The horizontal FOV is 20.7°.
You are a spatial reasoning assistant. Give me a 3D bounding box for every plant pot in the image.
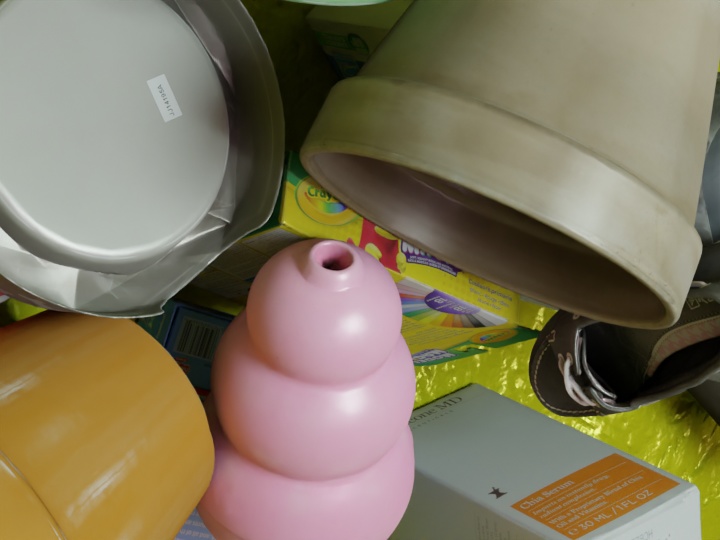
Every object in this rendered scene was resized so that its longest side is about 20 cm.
[{"bbox_3d":[-0.174,0.113,0.961,0.183,0.199,0.202,-40,127,-40],"label":"plant pot"},{"bbox_3d":[0.094,-0.090,0.952,0.199,0.199,0.175,33,78,-40],"label":"plant pot"}]

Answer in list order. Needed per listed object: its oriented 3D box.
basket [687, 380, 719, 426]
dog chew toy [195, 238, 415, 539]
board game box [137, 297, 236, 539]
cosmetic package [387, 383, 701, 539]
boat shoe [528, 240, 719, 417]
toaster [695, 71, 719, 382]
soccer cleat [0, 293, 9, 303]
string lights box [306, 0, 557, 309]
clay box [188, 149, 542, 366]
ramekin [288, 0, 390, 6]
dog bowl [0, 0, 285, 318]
[{"bbox_3d":[0.256,0.021,1.304,0.199,0.136,0.182,32,80,-36],"label":"basket"},{"bbox_3d":[-0.025,0.066,1.020,0.124,0.125,0.201,-23,141,-31],"label":"dog chew toy"},{"bbox_3d":[-0.086,0.126,1.122,0.151,0.036,0.202,18,91,-41],"label":"board game box"},{"bbox_3d":[0.097,0.142,1.166,0.101,0.199,0.072,-22,117,-32],"label":"cosmetic package"},{"bbox_3d":[0.143,0.037,1.022,0.057,0.200,0.067,-38,94,-40],"label":"boat shoe"},{"bbox_3d":[0.179,-0.030,1.072,0.114,0.128,0.201,-50,130,-35],"label":"toaster"},{"bbox_3d":[-0.221,0.011,0.953,0.199,0.073,0.069,-20,115,-32],"label":"soccer cleat"},{"bbox_3d":[0.060,-0.078,1.120,0.059,0.102,0.201,-46,127,-23],"label":"string lights box"},{"bbox_3d":[0.000,0.000,1.087,0.199,0.114,0.048,22,64,-37],"label":"clay box"},{"bbox_3d":[-0.043,-0.204,0.949,0.199,0.200,0.098,-5,121,-37],"label":"ramekin"},{"bbox_3d":[-0.135,-0.071,0.964,0.199,0.058,0.202,8,76,-33],"label":"dog bowl"}]
